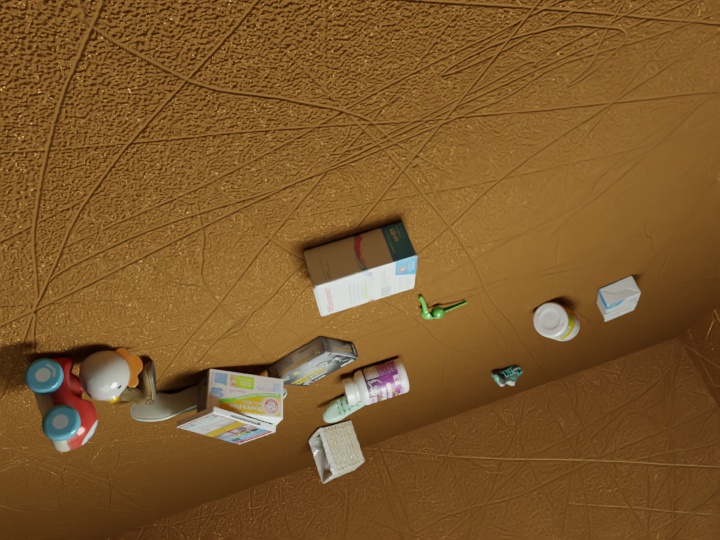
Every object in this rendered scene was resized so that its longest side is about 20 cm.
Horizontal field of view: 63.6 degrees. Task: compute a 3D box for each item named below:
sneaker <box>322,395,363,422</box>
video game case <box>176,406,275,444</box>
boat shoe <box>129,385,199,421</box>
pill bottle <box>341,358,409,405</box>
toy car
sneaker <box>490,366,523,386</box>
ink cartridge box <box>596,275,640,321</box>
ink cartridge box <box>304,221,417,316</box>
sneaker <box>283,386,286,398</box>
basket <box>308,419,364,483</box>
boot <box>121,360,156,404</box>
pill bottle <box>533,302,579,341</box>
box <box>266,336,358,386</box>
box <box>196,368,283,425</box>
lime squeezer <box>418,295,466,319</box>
[{"bbox_3d":[-0.048,0.459,2.015,0.199,0.074,0.118,-28,162,-6],"label":"sneaker"},{"bbox_3d":[-0.329,0.385,1.433,0.142,0.018,0.199,-26,140,30],"label":"video game case"},{"bbox_3d":[-0.483,0.347,1.479,0.198,0.073,0.062,-11,151,-30],"label":"boat shoe"},{"bbox_3d":[0.046,0.359,1.840,0.198,0.113,0.113,-16,155,-8],"label":"pill bottle"},{"bbox_3d":[-0.516,0.232,1.127,0.199,0.178,0.184,-21,169,-28],"label":"toy car"},{"bbox_3d":[0.640,0.448,2.526,0.199,0.078,0.091,9,127,-52],"label":"sneaker"},{"bbox_3d":[0.870,0.100,1.969,0.115,0.067,0.200,-24,154,9],"label":"ink cartridge box"},{"bbox_3d":[0.000,0.000,1.113,0.198,0.085,0.145,-18,155,-7],"label":"ink cartridge box"},{"bbox_3d":[-0.297,0.372,1.687,0.199,0.075,0.087,-21,168,18],"label":"sneaker"},{"bbox_3d":[-0.102,0.764,2.451,0.159,0.201,0.199,-10,154,-24],"label":"basket"},{"bbox_3d":[-0.496,0.258,1.299,0.075,0.074,0.200,4,149,-23],"label":"boot"},{"bbox_3d":[0.651,0.172,1.905,0.111,0.112,0.199,-32,153,25],"label":"pill bottle"},{"bbox_3d":[-0.128,0.249,1.566,0.199,0.049,0.158,-31,153,23],"label":"box"},{"bbox_3d":[-0.304,0.332,1.474,0.198,0.113,0.101,13,143,-25],"label":"box"},{"bbox_3d":[0.199,0.096,1.527,0.199,0.038,0.071,8,112,-44],"label":"lime squeezer"}]
